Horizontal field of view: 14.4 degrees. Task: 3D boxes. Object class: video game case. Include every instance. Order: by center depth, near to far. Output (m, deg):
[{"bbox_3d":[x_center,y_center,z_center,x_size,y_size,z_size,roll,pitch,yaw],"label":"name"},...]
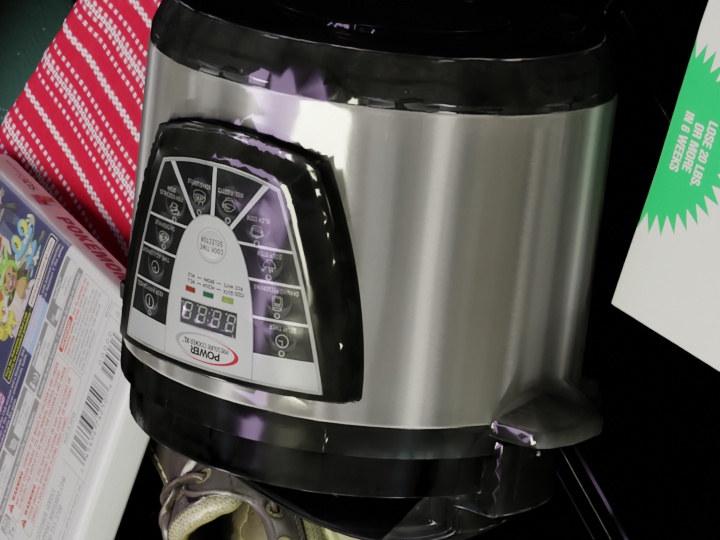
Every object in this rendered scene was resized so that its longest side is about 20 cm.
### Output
[{"bbox_3d":[-0.155,0.073,1.274,0.182,0.023,0.200,41,117,48],"label":"video game case"}]

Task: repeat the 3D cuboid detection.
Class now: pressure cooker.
[{"bbox_3d":[0.002,0.000,1.038,0.176,0.178,0.200,-112,27,-72],"label":"pressure cooker"}]

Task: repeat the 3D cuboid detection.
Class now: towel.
[{"bbox_3d":[-0.093,-0.067,1.246,0.200,0.022,0.145,-53,57,39],"label":"towel"}]

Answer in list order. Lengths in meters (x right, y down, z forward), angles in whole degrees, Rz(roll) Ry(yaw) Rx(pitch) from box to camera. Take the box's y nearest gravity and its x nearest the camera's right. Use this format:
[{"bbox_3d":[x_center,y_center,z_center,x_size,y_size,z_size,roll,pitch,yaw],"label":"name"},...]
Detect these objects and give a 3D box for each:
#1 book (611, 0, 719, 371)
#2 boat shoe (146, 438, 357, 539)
[{"bbox_3d":[0.181,-0.008,0.938,0.200,0.048,0.134,33,115,43],"label":"book"},{"bbox_3d":[-0.050,0.100,1.189,0.200,0.065,0.073,52,132,31],"label":"boat shoe"}]
